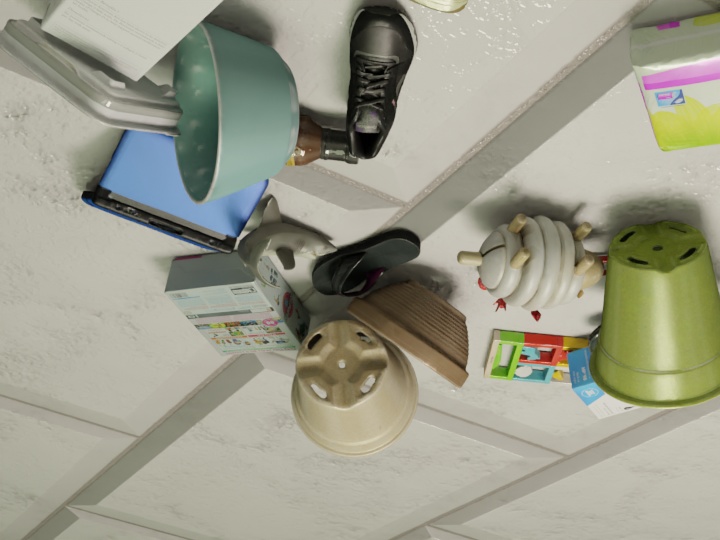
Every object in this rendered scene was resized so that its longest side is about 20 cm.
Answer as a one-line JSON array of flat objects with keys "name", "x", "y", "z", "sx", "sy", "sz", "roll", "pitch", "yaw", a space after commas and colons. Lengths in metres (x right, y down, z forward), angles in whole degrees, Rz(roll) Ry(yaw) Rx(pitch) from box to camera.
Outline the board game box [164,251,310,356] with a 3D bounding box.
[{"name": "board game box", "x": -0.180, "y": 0.052, "z": 1.765, "sx": 0.147, "sy": 0.064, "sz": 0.200, "roll": -5, "pitch": 145, "yaw": 19}]

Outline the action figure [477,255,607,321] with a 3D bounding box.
[{"name": "action figure", "x": 0.258, "y": 0.030, "z": 1.620, "sx": 0.200, "sy": 0.099, "sz": 0.065, "roll": -3, "pitch": 146, "yaw": 19}]

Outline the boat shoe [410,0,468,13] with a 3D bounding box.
[{"name": "boat shoe", "x": 0.024, "y": -0.314, "z": 1.141, "sx": 0.201, "sy": 0.072, "sz": 0.066, "roll": 17, "pitch": 137, "yaw": -16}]

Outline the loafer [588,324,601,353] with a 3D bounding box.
[{"name": "loafer", "x": 0.420, "y": 0.087, "z": 1.688, "sx": 0.200, "sy": 0.072, "sz": 0.063, "roll": -16, "pitch": 179, "yaw": 21}]

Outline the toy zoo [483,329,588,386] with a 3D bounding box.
[{"name": "toy zoo", "x": 0.302, "y": 0.143, "z": 1.859, "sx": 0.200, "sy": 0.020, "sz": 0.131, "roll": 5, "pitch": 148, "yaw": 2}]

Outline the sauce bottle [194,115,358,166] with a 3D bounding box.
[{"name": "sauce bottle", "x": -0.099, "y": -0.159, "z": 1.410, "sx": 0.200, "sy": 0.065, "sz": 0.065, "roll": 6, "pitch": 148, "yaw": 1}]

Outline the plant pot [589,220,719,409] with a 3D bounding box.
[{"name": "plant pot", "x": 0.392, "y": 0.044, "z": 1.527, "sx": 0.200, "sy": 0.200, "sz": 0.190, "roll": -2, "pitch": 122, "yaw": 14}]

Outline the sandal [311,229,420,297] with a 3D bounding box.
[{"name": "sandal", "x": 0.000, "y": -0.001, "z": 1.659, "sx": 0.075, "sy": 0.048, "sz": 0.200, "roll": 29, "pitch": 141, "yaw": -31}]

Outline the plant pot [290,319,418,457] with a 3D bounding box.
[{"name": "plant pot", "x": -0.017, "y": 0.161, "z": 1.745, "sx": 0.200, "sy": 0.201, "sz": 0.183, "roll": 3, "pitch": 160, "yaw": 6}]

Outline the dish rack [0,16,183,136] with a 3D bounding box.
[{"name": "dish rack", "x": -0.279, "y": -0.211, "z": 1.252, "sx": 0.172, "sy": 0.044, "sz": 0.200, "roll": 39, "pitch": -166, "yaw": 12}]

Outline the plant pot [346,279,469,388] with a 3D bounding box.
[{"name": "plant pot", "x": 0.085, "y": 0.076, "z": 1.689, "sx": 0.201, "sy": 0.093, "sz": 0.201, "roll": 34, "pitch": 178, "yaw": 1}]

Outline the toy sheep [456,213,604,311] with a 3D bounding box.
[{"name": "toy sheep", "x": 0.222, "y": -0.012, "z": 1.526, "sx": 0.200, "sy": 0.138, "sz": 0.138, "roll": 10, "pitch": 148, "yaw": -13}]

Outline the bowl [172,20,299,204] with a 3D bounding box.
[{"name": "bowl", "x": -0.135, "y": -0.176, "z": 1.299, "sx": 0.105, "sy": 0.201, "sz": 0.201, "roll": -5, "pitch": 153, "yaw": -22}]

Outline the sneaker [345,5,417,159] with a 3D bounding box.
[{"name": "sneaker", "x": 0.020, "y": -0.200, "z": 1.299, "sx": 0.076, "sy": 0.088, "sz": 0.200, "roll": 6, "pitch": 148, "yaw": 1}]

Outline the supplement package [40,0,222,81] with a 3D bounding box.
[{"name": "supplement package", "x": -0.208, "y": -0.300, "z": 1.153, "sx": 0.117, "sy": 0.117, "sz": 0.200, "roll": 28, "pitch": 143, "yaw": -29}]

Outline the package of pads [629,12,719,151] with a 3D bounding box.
[{"name": "package of pads", "x": 0.400, "y": -0.203, "z": 1.242, "sx": 0.200, "sy": 0.068, "sz": 0.155, "roll": -8, "pitch": 145, "yaw": 22}]

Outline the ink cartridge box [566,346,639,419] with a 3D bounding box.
[{"name": "ink cartridge box", "x": 0.429, "y": 0.149, "z": 1.778, "sx": 0.200, "sy": 0.067, "sz": 0.116, "roll": -20, "pitch": 140, "yaw": 24}]

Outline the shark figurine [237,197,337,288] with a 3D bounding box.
[{"name": "shark figurine", "x": -0.123, "y": -0.049, "z": 1.556, "sx": 0.128, "sy": 0.090, "sz": 0.214, "roll": 17, "pitch": -165, "yaw": 18}]

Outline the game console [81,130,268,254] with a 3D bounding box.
[{"name": "game console", "x": -0.249, "y": -0.109, "z": 1.563, "sx": 0.200, "sy": 0.118, "sz": 0.171, "roll": 22, "pitch": 176, "yaw": -22}]
